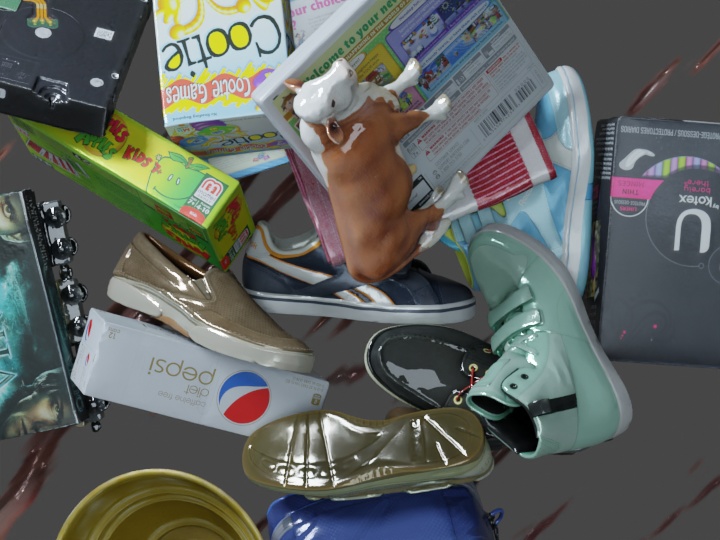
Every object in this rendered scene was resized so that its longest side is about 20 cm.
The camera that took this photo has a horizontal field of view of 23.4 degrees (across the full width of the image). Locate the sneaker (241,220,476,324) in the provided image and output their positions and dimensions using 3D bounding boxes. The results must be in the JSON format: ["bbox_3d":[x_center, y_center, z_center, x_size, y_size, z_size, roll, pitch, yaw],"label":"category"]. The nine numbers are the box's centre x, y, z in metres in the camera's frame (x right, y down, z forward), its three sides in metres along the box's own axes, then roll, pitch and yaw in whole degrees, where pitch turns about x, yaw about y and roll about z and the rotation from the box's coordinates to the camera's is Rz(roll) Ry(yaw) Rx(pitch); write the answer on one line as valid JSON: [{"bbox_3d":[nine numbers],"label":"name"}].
[{"bbox_3d":[0.000,0.000,1.456,0.199,0.078,0.080,5,99,-1],"label":"sneaker"}]

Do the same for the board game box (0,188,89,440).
[{"bbox_3d":[-0.314,0.043,1.456,0.135,0.028,0.200,-13,94,15],"label":"board game box"}]

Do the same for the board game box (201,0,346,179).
[{"bbox_3d":[-0.051,-0.163,1.465,0.200,0.034,0.135,-17,94,-1],"label":"board game box"}]

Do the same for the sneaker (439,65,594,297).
[{"bbox_3d":[0.126,-0.071,1.456,0.130,0.080,0.201,1,93,-3],"label":"sneaker"}]

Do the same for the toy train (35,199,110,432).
[{"bbox_3d":[-0.251,0.040,1.472,0.046,0.034,0.201,-11,94,3],"label":"toy train"}]

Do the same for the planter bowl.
[{"bbox_3d":[-0.153,0.262,1.455,0.200,0.083,0.201,0,89,14],"label":"planter bowl"}]

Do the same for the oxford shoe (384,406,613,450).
[{"bbox_3d":[0.111,0.112,1.476,0.199,0.073,0.085,-5,89,-13],"label":"oxford shoe"}]

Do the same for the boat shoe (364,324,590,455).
[{"bbox_3d":[0.102,0.094,1.409,0.201,0.063,0.074,22,84,-8],"label":"boat shoe"}]

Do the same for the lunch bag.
[{"bbox_3d":[0.026,0.237,1.438,0.200,0.132,0.136,-15,130,-3],"label":"lunch bag"}]

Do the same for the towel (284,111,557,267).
[{"bbox_3d":[0.043,-0.103,1.423,0.200,0.023,0.144,-21,77,-1],"label":"towel"}]

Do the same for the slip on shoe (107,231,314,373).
[{"bbox_3d":[-0.119,0.027,1.427,0.200,0.076,0.061,23,94,31],"label":"slip on shoe"}]

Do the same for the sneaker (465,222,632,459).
[{"bbox_3d":[0.119,0.053,1.354,0.118,0.074,0.201,-15,65,-39],"label":"sneaker"}]

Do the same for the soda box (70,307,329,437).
[{"bbox_3d":[-0.132,0.091,1.437,0.200,0.068,0.064,16,93,-20],"label":"soda box"}]

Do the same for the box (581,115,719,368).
[{"bbox_3d":[0.255,-0.025,1.450,0.122,0.106,0.201,4,94,-2],"label":"box"}]

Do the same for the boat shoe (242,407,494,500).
[{"bbox_3d":[0.005,0.153,1.401,0.200,0.063,0.073,-9,56,11],"label":"boat shoe"}]

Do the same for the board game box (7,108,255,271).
[{"bbox_3d":[-0.184,-0.082,1.401,0.200,0.102,0.048,31,76,14],"label":"board game box"}]

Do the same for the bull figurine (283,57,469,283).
[{"bbox_3d":[0.013,-0.085,1.302,0.121,0.065,0.200,-29,130,-22],"label":"bull figurine"}]

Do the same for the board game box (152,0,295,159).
[{"bbox_3d":[-0.108,-0.201,1.388,0.105,0.103,0.201,-7,78,1],"label":"board game box"}]

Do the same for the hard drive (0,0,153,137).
[{"bbox_3d":[-0.247,-0.194,1.388,0.139,0.200,0.038,14,135,-4],"label":"hard drive"}]

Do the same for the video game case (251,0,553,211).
[{"bbox_3d":[0.037,-0.140,1.350,0.200,0.022,0.182,-45,126,-7],"label":"video game case"}]
